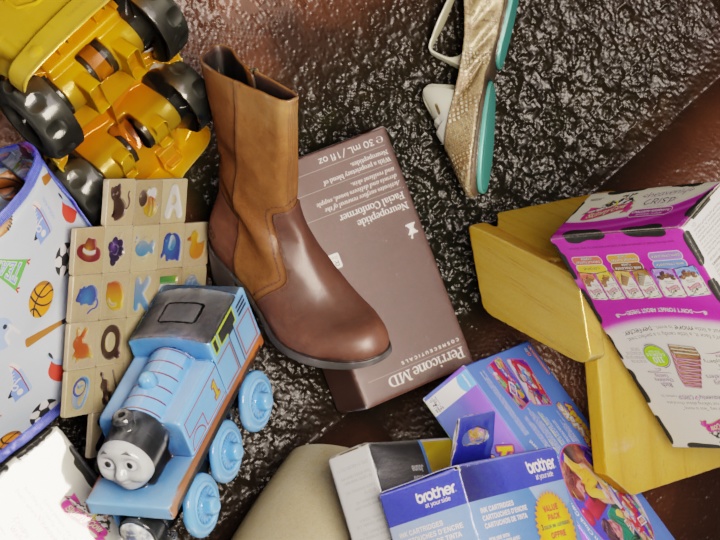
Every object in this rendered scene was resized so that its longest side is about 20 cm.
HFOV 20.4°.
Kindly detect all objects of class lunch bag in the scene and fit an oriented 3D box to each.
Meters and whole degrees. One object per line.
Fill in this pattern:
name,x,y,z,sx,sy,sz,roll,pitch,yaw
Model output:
lunch bag,-0.269,0.027,1.404,0.200,0.124,0.170,-41,133,-13

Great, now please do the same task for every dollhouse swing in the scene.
dollhouse swing,0.206,0.053,1.588,0.199,0.182,0.176,-13,116,-35

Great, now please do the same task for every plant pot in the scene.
plant pot,-0.032,0.238,1.475,0.187,0.187,0.201,23,62,-15

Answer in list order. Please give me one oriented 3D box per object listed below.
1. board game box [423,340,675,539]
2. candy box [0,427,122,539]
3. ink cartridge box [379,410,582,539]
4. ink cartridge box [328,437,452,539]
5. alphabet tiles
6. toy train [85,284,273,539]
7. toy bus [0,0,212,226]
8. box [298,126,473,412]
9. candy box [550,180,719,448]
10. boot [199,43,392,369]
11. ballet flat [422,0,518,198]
board game box,0.147,0.154,1.520,0.045,0.134,0.200,-41,78,24
candy box,-0.260,0.226,1.438,0.200,0.061,0.137,-38,96,-18
ink cartridge box,0.094,0.202,1.390,0.136,0.076,0.201,-4,73,-56
ink cartridge box,0.069,0.221,1.456,0.197,0.047,0.201,4,64,-59
alphabet tiles,-0.162,0.032,1.456,0.166,0.006,0.201,-6,103,-60
toy train,-0.131,0.104,1.429,0.200,0.086,0.115,-63,144,-44
toy bus,-0.222,-0.149,1.460,0.192,0.200,0.136,32,69,31
box,0.000,0.000,1.552,0.100,0.075,0.201,-22,93,-20
candy box,0.243,0.035,1.438,0.061,0.136,0.200,-43,113,-30
boot,-0.044,-0.045,1.434,0.068,0.188,0.201,-21,133,-27
ballet flat,0.084,-0.158,1.610,0.065,0.071,0.201,8,78,10
